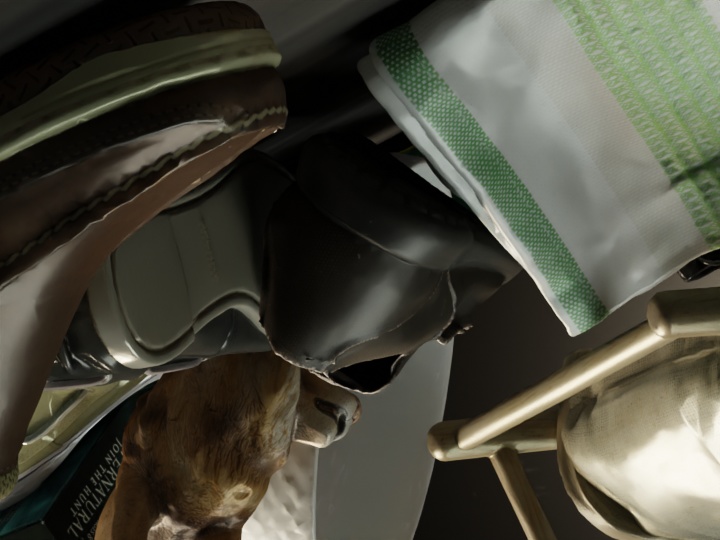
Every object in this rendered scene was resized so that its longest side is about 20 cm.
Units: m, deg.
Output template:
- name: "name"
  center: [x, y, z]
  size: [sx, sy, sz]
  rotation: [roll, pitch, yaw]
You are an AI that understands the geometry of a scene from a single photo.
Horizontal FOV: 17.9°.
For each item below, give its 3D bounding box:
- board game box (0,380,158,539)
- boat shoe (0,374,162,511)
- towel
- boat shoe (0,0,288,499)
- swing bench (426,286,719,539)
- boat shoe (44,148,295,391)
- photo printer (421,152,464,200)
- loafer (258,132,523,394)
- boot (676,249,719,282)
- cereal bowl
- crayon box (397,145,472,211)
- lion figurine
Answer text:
- name: "board game box"
  center: [-0.132, 0.072, 0.960]
  size: [0.135, 0.028, 0.200]
  rotation: [-22, -158, 32]
- name: "boat shoe"
  center: [-0.121, 0.031, 0.848]
  size: [0.199, 0.072, 0.062]
  rotation: [-34, 157, 12]
- name: "towel"
  center: [0.117, -0.064, 0.670]
  size: [0.199, 0.031, 0.149]
  rotation: [-28, 139, 15]
- name: "boat shoe"
  center: [-0.090, 0.014, 0.504]
  size: [0.202, 0.075, 0.075]
  rotation: [-28, 177, 27]
- name: "swing bench"
  center: [0.163, 0.057, 0.798]
  size: [0.199, 0.130, 0.199]
  rotation: [-23, 174, -25]
- name: "boat shoe"
  center: [-0.064, 0.000, 0.726]
  size: [0.057, 0.067, 0.200]
  rotation: [-10, -178, 18]
- name: "photo printer"
  center: [0.114, -0.080, 0.805]
  size: [0.166, 0.070, 0.200]
  rotation: [-27, 178, 14]
- name: "loafer"
  center: [0.000, 0.000, 0.743]
  size: [0.072, 0.073, 0.200]
  rotation: [-56, 168, 4]
- name: "boot"
  center: [0.214, -0.056, 0.853]
  size: [0.200, 0.069, 0.174]
  rotation: [-42, 163, 15]
- name: "cereal bowl"
  center: [-0.024, 0.046, 0.945]
  size: [0.083, 0.202, 0.200]
  rotation: [8, -171, 16]
- name: "crayon box"
  center: [0.033, -0.028, 1.130]
  size: [0.172, 0.059, 0.200]
  rotation: [-25, 178, 13]
- name: "lion figurine"
  center: [-0.076, 0.108, 0.821]
  size: [0.200, 0.072, 0.123]
  rotation: [-53, -163, 30]
